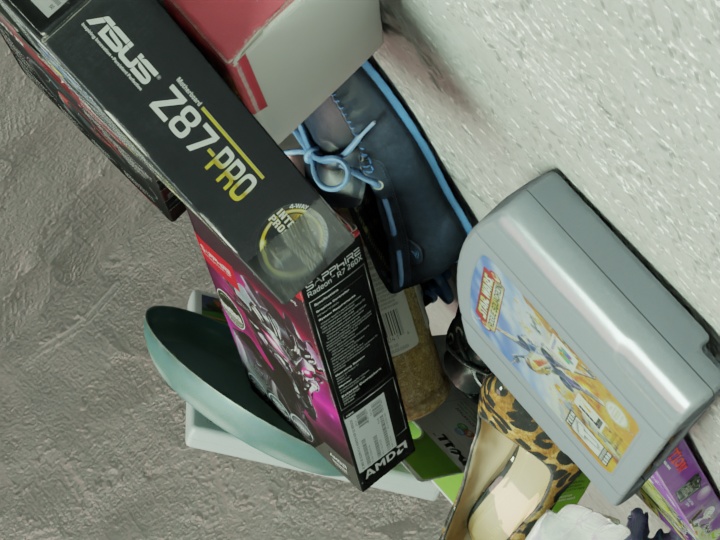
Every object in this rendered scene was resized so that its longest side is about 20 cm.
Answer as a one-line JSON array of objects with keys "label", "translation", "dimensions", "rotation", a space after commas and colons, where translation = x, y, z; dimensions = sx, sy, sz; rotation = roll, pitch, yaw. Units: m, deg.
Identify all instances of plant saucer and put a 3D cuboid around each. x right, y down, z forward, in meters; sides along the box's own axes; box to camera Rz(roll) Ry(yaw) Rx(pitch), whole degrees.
[{"label": "plant saucer", "translation": [-0.070, 0.089, 1.037], "dimensions": [0.199, 0.028, 0.200], "rotation": [32, -172, -5]}]

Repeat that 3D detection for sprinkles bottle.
[{"label": "sprinkles bottle", "translation": [0.000, 0.000, 0.955], "dimensions": [0.068, 0.068, 0.201], "rotation": [-141, 31, -67]}]

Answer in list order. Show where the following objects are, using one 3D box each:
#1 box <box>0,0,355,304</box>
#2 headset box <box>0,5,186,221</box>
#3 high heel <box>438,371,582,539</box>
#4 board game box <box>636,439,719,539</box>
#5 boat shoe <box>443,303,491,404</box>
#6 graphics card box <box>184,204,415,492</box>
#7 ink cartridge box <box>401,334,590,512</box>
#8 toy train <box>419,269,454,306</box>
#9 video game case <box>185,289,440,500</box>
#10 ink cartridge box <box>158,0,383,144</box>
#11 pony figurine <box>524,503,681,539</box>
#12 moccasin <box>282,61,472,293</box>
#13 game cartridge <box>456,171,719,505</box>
[{"label": "box", "translation": [-0.100, -0.086, 0.647], "dimensions": [0.161, 0.049, 0.200], "rotation": [52, 174, -35]}, {"label": "headset box", "translation": [-0.144, -0.121, 0.875], "dimensions": [0.149, 0.075, 0.200], "rotation": [45, 172, 5]}, {"label": "high heel", "translation": [0.079, 0.140, 0.919], "dimensions": [0.071, 0.143, 0.200], "rotation": [40, 174, 29]}, {"label": "board game box", "translation": [0.158, 0.096, 0.873], "dimensions": [0.120, 0.032, 0.200], "rotation": [51, 179, 43]}, {"label": "boat shoe", "translation": [0.086, 0.054, 0.973], "dimensions": [0.075, 0.066, 0.199], "rotation": [49, 176, 7]}, {"label": "graphics card box", "translation": [-0.036, 0.029, 0.886], "dimensions": [0.125, 0.051, 0.201], "rotation": [38, 155, 38]}, {"label": "ink cartridge box", "translation": [0.059, 0.120, 1.079], "dimensions": [0.199, 0.076, 0.148], "rotation": [-3, -143, -42]}, {"label": "toy train", "translation": [0.006, -0.006, 1.170], "dimensions": [0.115, 0.086, 0.200], "rotation": [55, 175, -6]}, {"label": "video game case", "translation": [-0.040, 0.095, 1.158], "dimensions": [0.198, 0.022, 0.183], "rotation": [14, -150, -15]}, {"label": "ink cartridge box", "translation": [-0.085, -0.166, 0.656], "dimensions": [0.200, 0.085, 0.146], "rotation": [46, 176, 9]}, {"label": "pony figurine", "translation": [0.165, 0.233, 0.962], "dimensions": [0.166, 0.194, 0.200], "rotation": [40, -150, 10]}, {"label": "moccasin", "translation": [0.001, -0.058, 0.830], "dimensions": [0.200, 0.068, 0.080], "rotation": [54, 174, -33]}, {"label": "game cartridge", "translation": [0.099, 0.035, 0.691], "dimensions": [0.133, 0.041, 0.200], "rotation": [45, 166, 15]}]
